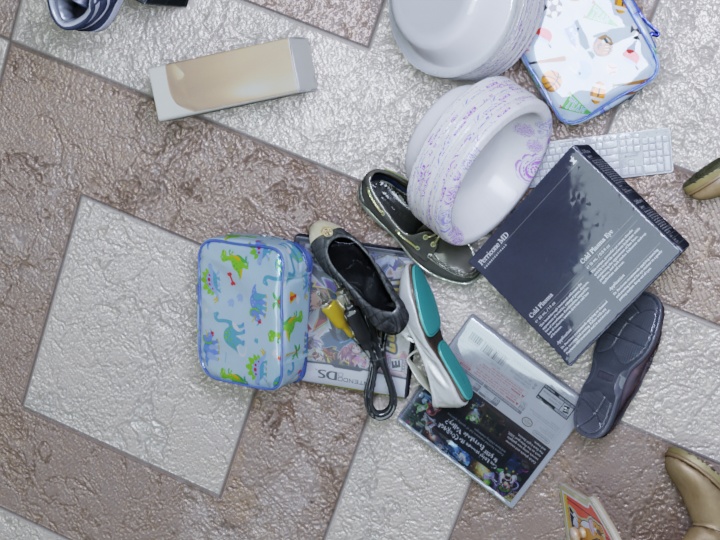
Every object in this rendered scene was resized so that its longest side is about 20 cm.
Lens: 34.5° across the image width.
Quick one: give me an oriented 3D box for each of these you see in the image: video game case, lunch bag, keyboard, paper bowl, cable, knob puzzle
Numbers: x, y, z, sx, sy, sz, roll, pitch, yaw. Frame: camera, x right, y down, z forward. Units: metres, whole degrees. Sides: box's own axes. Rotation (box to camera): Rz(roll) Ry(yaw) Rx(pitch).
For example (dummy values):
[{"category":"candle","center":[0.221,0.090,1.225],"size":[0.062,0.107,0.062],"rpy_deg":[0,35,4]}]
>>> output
[{"category":"video game case","center":[0.177,0.190,1.558],"size":[0.199,0.023,0.183],"rpy_deg":[36,105,4]},{"category":"lunch bag","center":[-0.147,0.052,1.565],"size":[0.159,0.082,0.204],"rpy_deg":[6,101,30]},{"category":"keyboard","center":[0.296,-0.142,1.477],"size":[0.197,0.011,0.057],"rpy_deg":[-5,98,14]},{"category":"paper bowl","center":[0.133,-0.141,1.408],"size":[0.104,0.200,0.202],"rpy_deg":[40,107,27]},{"category":"paper bowl","center":[0.116,-0.333,1.397],"size":[0.199,0.104,0.204],"rpy_deg":[3,95,40]},{"category":"cable","center":[0.018,0.097,1.554],"size":[0.096,0.050,0.202],"rpy_deg":[-23,106,-2]},{"category":"video game case","center":[-0.011,0.062,1.577],"size":[0.178,0.025,0.204],"rpy_deg":[8,102,12]},{"category":"knob puzzle","center":[0.300,0.386,1.475],"size":[0.030,0.219,0.224],"rpy_deg":[-11,98,-13]},{"category":"lunch bag","center":[0.275,-0.286,1.425],"size":[0.159,0.076,0.202],"rpy_deg":[-30,91,14]}]

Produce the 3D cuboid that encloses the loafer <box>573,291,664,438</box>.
[{"category":"loafer","center":[0.337,0.123,1.497],"size":[0.071,0.063,0.202],"rpy_deg":[28,97,36]}]

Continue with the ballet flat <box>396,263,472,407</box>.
[{"category":"ballet flat","center":[0.081,0.093,1.521],"size":[0.069,0.069,0.202],"rpy_deg":[-22,97,16]}]

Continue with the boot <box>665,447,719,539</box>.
[{"category":"boot","center":[0.404,0.352,1.461],"size":[0.175,0.066,0.200],"rpy_deg":[41,78,4]}]

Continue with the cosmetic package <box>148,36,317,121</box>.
[{"category":"cosmetic package","center":[-0.165,-0.250,1.518],"size":[0.197,0.105,0.072],"rpy_deg":[-10,98,13]}]

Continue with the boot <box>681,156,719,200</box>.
[{"category":"boot","center":[0.514,-0.062,1.413],"size":[0.174,0.066,0.202],"rpy_deg":[-28,94,16]}]

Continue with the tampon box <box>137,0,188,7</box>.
[{"category":"tampon box","center":[-0.315,-0.440,1.493],"size":[0.198,0.150,0.128],"rpy_deg":[26,106,7]}]

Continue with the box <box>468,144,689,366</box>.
[{"category":"box","center":[0.271,-0.022,1.439],"size":[0.182,0.104,0.200],"rpy_deg":[46,109,10]}]

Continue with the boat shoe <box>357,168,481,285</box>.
[{"category":"boat shoe","center":[0.079,-0.056,1.507],"size":[0.201,0.060,0.072],"rpy_deg":[40,77,4]}]

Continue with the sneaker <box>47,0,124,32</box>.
[{"category":"sneaker","center":[-0.305,-0.372,1.369],"size":[0.069,0.109,0.202],"rpy_deg":[30,109,5]}]

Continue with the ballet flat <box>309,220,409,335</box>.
[{"category":"ballet flat","center":[0.000,0.000,1.497],"size":[0.066,0.057,0.200],"rpy_deg":[-31,61,-19]}]
